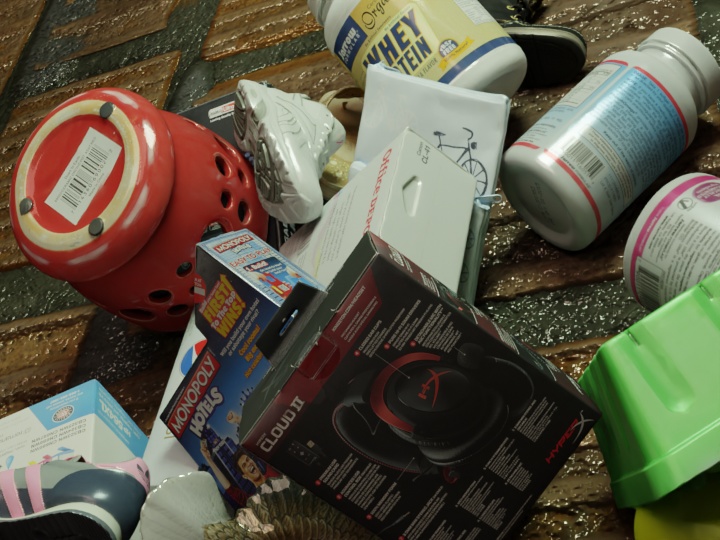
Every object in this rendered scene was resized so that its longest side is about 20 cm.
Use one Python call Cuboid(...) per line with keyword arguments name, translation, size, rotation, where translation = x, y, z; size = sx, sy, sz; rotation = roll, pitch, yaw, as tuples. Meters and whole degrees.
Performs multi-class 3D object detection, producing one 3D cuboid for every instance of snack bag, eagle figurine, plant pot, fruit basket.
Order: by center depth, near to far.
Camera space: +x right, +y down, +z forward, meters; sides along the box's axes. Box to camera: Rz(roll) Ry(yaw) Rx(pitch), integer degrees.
Cuboid(name="fruit basket", translation=(0.224, 0.125, 0.707), size=(0.155, 0.217, 0.216), rotation=(-31, 39, -2))
Cuboid(name="eagle figurine", translation=(-0.050, 0.217, 0.791), size=(0.198, 0.154, 0.150), rotation=(9, 13, 30))
Cuboid(name="snack bag", translation=(0.051, -0.077, 1.027), size=(0.021, 0.203, 0.188), rotation=(-1, 17, -42))
Cuboid(name="plant pot", translation=(-0.212, -0.061, 1.059), size=(0.198, 0.182, 0.203), rotation=(-9, 69, 25))

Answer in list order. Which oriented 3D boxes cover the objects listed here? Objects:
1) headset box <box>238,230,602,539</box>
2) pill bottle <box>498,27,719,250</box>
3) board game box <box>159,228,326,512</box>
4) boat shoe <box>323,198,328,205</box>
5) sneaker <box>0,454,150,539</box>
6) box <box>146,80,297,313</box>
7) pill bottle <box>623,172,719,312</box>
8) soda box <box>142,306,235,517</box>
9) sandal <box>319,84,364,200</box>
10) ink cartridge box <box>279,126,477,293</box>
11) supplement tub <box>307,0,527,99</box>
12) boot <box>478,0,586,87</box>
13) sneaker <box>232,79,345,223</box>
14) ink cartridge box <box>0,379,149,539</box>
Cuboid(name="headset box", translation=(0.027, 0.083, 0.725), size=(0.149, 0.199, 0.075), rotation=(-54, 11, 8))
Cuboid(name="pill bottle", translation=(0.223, -0.120, 0.998), size=(0.200, 0.109, 0.108), rotation=(-42, 41, -14))
Cuboid(name="board game box", translation=(-0.067, 0.079, 0.868), size=(0.200, 0.201, 0.061), rotation=(48, 35, 17))
Cuboid(name="boat shoe", translation=(-0.077, -0.098, 1.211), size=(0.199, 0.071, 0.068), rotation=(33, 105, 40))
Cuboid(name="sneaker", translation=(-0.239, 0.171, 0.826), size=(0.198, 0.071, 0.082), rotation=(-1, 31, 25))
Cuboid(name="box", translation=(-0.163, -0.071, 1.168), size=(0.198, 0.050, 0.201), rotation=(-15, 68, 22))
Cuboid(name="pill bottle", translation=(0.293, 0.016, 0.807), size=(0.113, 0.114, 0.200), rotation=(-39, 41, -11))
Cuboid(name="soda box", translation=(-0.130, 0.121, 0.994), size=(0.063, 0.068, 0.201), rotation=(-11, 43, 23))
Cuboid(name="sandal", translation=(-0.007, -0.155, 1.175), size=(0.077, 0.070, 0.213), rotation=(17, 37, -7))
Cuboid(name="ink cartridge box", translation=(0.000, 0.000, 0.962), size=(0.200, 0.085, 0.149), rotation=(-39, 26, 42))
Cuboid(name="supplement tub", translation=(0.053, -0.229, 1.128), size=(0.144, 0.145, 0.201), rotation=(-38, 77, -10))
Cuboid(name="boot", translation=(0.168, -0.268, 1.223), size=(0.198, 0.073, 0.151), rotation=(0, 48, 39))
Cuboid(name="sneaker", translation=(-0.054, -0.117, 1.054), size=(0.098, 0.079, 0.201), rotation=(-4, 41, -18))
Cuboid(name="ink cartridge box", translation=(-0.238, 0.217, 0.914), size=(0.127, 0.126, 0.201), rotation=(-23, 39, 8))
